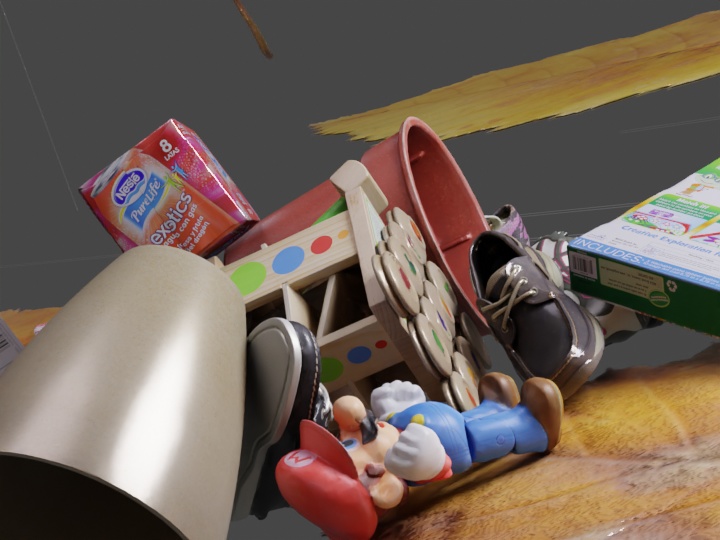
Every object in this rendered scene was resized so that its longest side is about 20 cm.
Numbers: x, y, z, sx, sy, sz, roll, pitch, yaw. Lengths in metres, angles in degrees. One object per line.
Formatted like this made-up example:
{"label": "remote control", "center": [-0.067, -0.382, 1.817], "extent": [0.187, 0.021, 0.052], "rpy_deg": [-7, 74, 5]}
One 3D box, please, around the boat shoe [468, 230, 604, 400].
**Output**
{"label": "boat shoe", "center": [0.119, 0.031, 1.388], "extent": [0.075, 0.073, 0.200], "rpy_deg": [-51, 23, 11]}

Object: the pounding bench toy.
{"label": "pounding bench toy", "center": [-0.041, 0.022, 1.434], "extent": [0.155, 0.124, 0.201], "rpy_deg": [-23, 44, 11]}

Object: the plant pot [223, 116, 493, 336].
{"label": "plant pot", "center": [0.000, 0.000, 1.601], "extent": [0.194, 0.202, 0.201], "rpy_deg": [-24, 9, 17]}

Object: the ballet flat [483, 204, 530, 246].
{"label": "ballet flat", "center": [0.080, -0.011, 1.795], "extent": [0.199, 0.072, 0.069], "rpy_deg": [-26, 13, -31]}

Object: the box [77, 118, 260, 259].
{"label": "box", "center": [-0.149, -0.051, 1.493], "extent": [0.095, 0.100, 0.200], "rpy_deg": [-37, 1, 1]}

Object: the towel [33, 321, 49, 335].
{"label": "towel", "center": [-0.219, 0.052, 1.681], "extent": [0.145, 0.030, 0.200], "rpy_deg": [-17, 7, -10]}

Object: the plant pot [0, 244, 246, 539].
{"label": "plant pot", "center": [-0.148, 0.088, 1.177], "extent": [0.186, 0.187, 0.201], "rpy_deg": [-11, 44, 37]}

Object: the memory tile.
{"label": "memory tile", "center": [0.056, 0.035, 1.388], "extent": [0.017, 0.154, 0.200], "rpy_deg": [-27, 10, 10]}

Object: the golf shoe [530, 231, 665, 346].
{"label": "golf shoe", "center": [0.161, 0.021, 1.490], "extent": [0.088, 0.078, 0.200], "rpy_deg": [-31, 13, -20]}

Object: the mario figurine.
{"label": "mario figurine", "center": [0.032, 0.100, 1.208], "extent": [0.199, 0.106, 0.124], "rpy_deg": [-17, -27, -31]}

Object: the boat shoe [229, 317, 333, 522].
{"label": "boat shoe", "center": [-0.050, 0.101, 1.251], "extent": [0.060, 0.201, 0.074], "rpy_deg": [-4, 49, -21]}

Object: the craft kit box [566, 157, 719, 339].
{"label": "craft kit box", "center": [0.288, -0.015, 1.362], "extent": [0.197, 0.049, 0.199], "rpy_deg": [-30, 33, -34]}

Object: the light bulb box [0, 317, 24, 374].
{"label": "light bulb box", "center": [-0.396, 0.107, 1.568], "extent": [0.200, 0.199, 0.125], "rpy_deg": [-38, 0, 29]}
